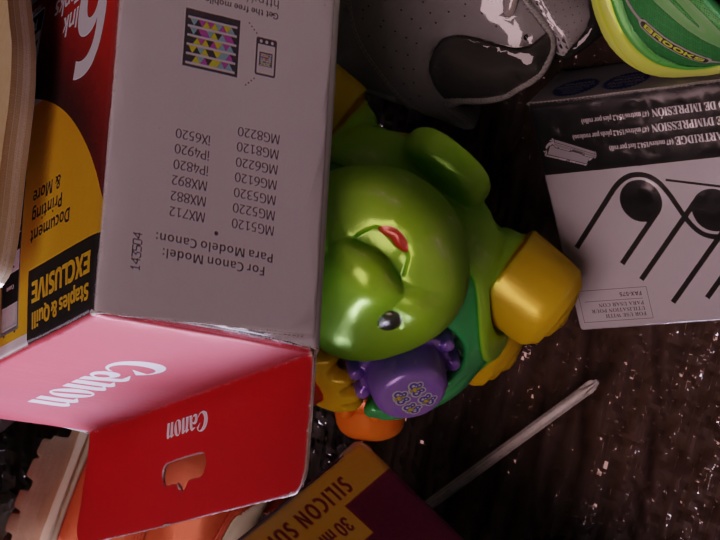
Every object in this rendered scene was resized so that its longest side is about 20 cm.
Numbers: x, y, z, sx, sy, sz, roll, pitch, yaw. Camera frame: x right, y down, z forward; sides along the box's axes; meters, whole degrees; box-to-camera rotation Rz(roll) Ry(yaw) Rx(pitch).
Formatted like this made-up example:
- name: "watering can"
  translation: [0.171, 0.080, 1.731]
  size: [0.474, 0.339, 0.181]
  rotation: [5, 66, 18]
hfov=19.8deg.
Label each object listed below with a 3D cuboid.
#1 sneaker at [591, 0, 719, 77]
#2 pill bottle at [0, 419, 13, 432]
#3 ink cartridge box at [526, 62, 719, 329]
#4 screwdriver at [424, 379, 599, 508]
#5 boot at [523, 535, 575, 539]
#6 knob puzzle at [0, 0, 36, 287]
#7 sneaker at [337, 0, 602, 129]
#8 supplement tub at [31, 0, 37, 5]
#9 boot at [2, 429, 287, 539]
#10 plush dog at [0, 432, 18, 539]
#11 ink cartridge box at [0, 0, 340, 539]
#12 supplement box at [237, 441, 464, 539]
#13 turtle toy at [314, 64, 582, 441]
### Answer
- name: "sneaker"
  translation: [0.108, -0.164, 0.699]
  size: [0.083, 0.074, 0.202]
  rotation: [7, 123, 50]
- name: "pill bottle"
  translation: [-0.236, -0.007, 0.931]
  size: [0.198, 0.111, 0.112]
  rotation: [20, 119, 18]
- name: "ink cartridge box"
  translation: [0.167, -0.035, 0.751]
  size: [0.198, 0.044, 0.095]
  rotation: [-6, 110, 29]
- name: "screwdriver"
  translation: [0.031, 0.100, 0.886]
  size: [0.028, 0.029, 0.200]
  rotation: [50, 129, -1]
- name: "boot"
  translation: [0.060, 0.215, 0.900]
  size: [0.198, 0.073, 0.163]
  rotation: [-28, 95, 41]
- name: "knob puzzle"
  translation: [-0.155, -0.039, 0.738]
  size: [0.219, 0.030, 0.222]
  rotation: [-22, 62, 49]
- name: "sneaker"
  translation: [0.050, -0.137, 0.758]
  size: [0.115, 0.075, 0.201]
  rotation: [27, 131, 9]
- name: "supplement tub"
  translation: [-0.139, -0.196, 0.792]
  size: [0.122, 0.122, 0.202]
  rotation: [-13, 105, 31]
- name: "boot"
  translation: [-0.069, 0.054, 0.871]
  size: [0.106, 0.075, 0.202]
  rotation: [21, 89, 2]
- name: "plush dog"
  translation: [-0.166, 0.162, 0.964]
  size: [0.171, 0.160, 0.202]
  rotation: [25, 124, 43]
- name: "ink cartridge box"
  translation: [-0.091, -0.002, 0.731]
  size: [0.200, 0.083, 0.177]
  rotation: [-24, 60, 58]
- name: "supplement box"
  translation: [0.014, 0.188, 0.781]
  size: [0.200, 0.131, 0.103]
  rotation: [43, 135, 12]
- name: "turtle toy"
  translation: [0.000, 0.000, 0.776]
  size: [0.145, 0.101, 0.200]
  rotation: [39, 162, 0]
